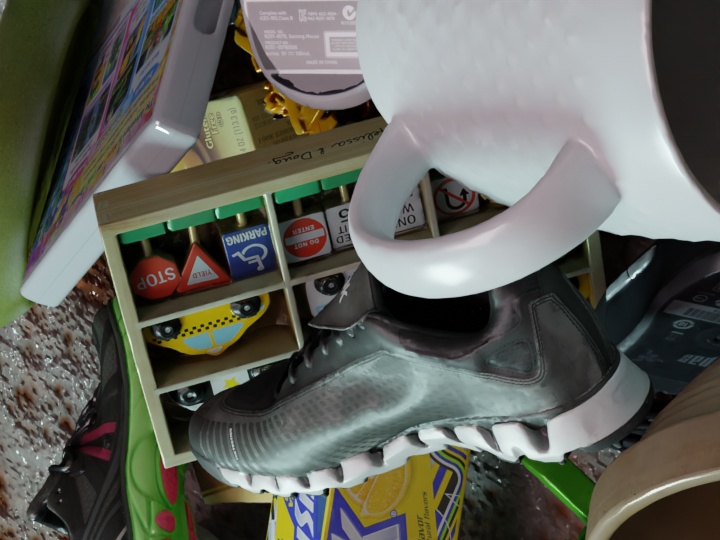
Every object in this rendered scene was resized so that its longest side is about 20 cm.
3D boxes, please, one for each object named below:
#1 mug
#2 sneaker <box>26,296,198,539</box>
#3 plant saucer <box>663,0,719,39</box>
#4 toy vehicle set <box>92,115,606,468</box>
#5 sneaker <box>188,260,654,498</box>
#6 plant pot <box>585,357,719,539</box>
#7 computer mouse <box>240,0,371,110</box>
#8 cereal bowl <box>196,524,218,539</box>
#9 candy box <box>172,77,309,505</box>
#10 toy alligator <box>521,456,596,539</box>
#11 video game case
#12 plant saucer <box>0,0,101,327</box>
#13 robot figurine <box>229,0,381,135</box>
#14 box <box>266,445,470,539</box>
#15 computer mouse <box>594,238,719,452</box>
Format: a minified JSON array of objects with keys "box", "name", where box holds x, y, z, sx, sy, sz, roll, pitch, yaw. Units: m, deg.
[{"box":[0.072,-0.068,0.797,0.175,0.200,0.148,5,141,50],"name":"mug"},{"box":[-0.128,0.096,1.144,0.084,0.200,0.077,-14,140,13],"name":"sneaker"},{"box":[0.148,-0.090,0.878,0.200,0.034,0.200,19,120,38],"name":"plant saucer"},{"box":[0.000,0.000,0.942,0.027,0.200,0.124,-112,8,-55],"name":"toy vehicle set"},{"box":[0.008,0.031,0.865,0.200,0.066,0.091,-10,119,35],"name":"sneaker"},{"box":[0.186,0.076,0.839,0.201,0.093,0.201,8,150,5],"name":"plant pot"},{"box":[-0.016,-0.165,0.905,0.110,0.044,0.200,4,106,24],"name":"computer mouse"},{"box":[-0.097,0.236,1.185,0.200,0.083,0.200,44,143,47],"name":"cereal bowl"},{"box":[-0.050,0.012,1.103,0.115,0.055,0.200,-7,103,47],"name":"candy box"},{"box":[0.148,0.143,0.971,0.200,0.059,0.054,39,174,22],"name":"toy alligator"},{"box":[-0.093,-0.098,1.009,0.200,0.024,0.182,-41,33,58],"name":"video game case"},{"box":[-0.157,-0.061,1.109,0.031,0.200,0.200,11,122,0],"name":"plant saucer"},{"box":[0.013,-0.133,0.968,0.145,0.058,0.200,57,137,21],"name":"robot figurine"},{"box":[0.000,0.120,1.025,0.064,0.070,0.200,-175,94,-66],"name":"box"},{"box":[0.100,0.014,0.894,0.200,0.140,0.046,121,156,-61],"name":"computer mouse"}]
